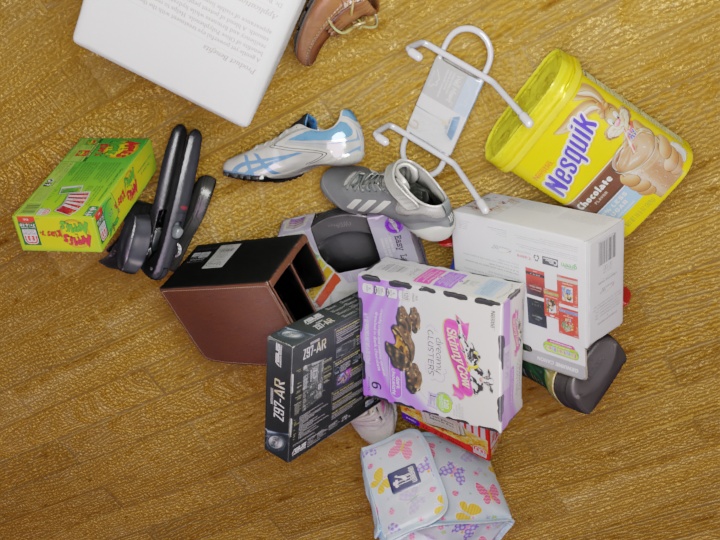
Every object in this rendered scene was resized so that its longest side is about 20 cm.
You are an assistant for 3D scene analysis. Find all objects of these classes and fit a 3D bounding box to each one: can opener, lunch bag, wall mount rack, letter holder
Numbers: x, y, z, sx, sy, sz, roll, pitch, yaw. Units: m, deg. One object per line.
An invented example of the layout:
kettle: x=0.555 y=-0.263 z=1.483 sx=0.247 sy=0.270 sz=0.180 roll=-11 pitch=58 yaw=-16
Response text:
can opener: x=-0.243 y=-0.084 z=1.075 sx=0.063 sy=0.078 sz=0.203 roll=25 pitch=96 yaw=19
lunch bag: x=0.106 y=0.334 z=1.263 sx=0.196 sy=0.171 sz=0.129 roll=5 pitch=128 yaw=-17
wall mount rack: x=0.111 y=-0.171 z=0.989 sx=0.172 sy=0.074 sz=0.202 roll=32 pitch=125 yaw=13
letter holder: x=-0.144 y=0.044 z=1.143 sx=0.197 sy=0.101 sz=0.144 roll=-4 pitch=126 yaw=35

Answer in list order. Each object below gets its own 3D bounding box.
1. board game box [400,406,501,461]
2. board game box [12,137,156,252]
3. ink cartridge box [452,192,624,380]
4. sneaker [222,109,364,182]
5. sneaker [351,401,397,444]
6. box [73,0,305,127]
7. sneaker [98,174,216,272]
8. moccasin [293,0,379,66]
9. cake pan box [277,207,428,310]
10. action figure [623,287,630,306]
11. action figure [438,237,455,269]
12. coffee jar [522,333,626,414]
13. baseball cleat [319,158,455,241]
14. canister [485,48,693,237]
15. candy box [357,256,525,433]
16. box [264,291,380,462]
board game box: x=0.122 y=0.170 z=1.188 sx=0.149 sy=0.047 sz=0.202 roll=22 pitch=147 yaw=26
board game box: x=-0.335 y=-0.098 z=1.051 sx=0.099 sy=0.201 sz=0.048 roll=2 pitch=125 yaw=7
ink cartridge box: x=0.213 y=0.015 z=1.032 sx=0.198 sy=0.083 sz=0.179 roll=18 pitch=123 yaw=44
sneaker: x=-0.086 y=-0.153 z=1.066 sx=0.196 sy=0.072 sz=0.074 roll=-10 pitch=89 yaw=23
sneaker: x=-0.001 y=0.196 z=1.266 sx=0.080 sy=0.089 sz=0.202 roll=-13 pitch=121 yaw=17
box: x=-0.158 y=-0.298 z=0.889 sx=0.196 sy=0.201 sz=0.173 roll=25 pitch=123 yaw=-9
sneaker: x=-0.276 y=-0.066 z=1.150 sx=0.103 sy=0.061 sz=0.201 roll=25 pitch=127 yaw=-14
moccasin: x=-0.004 y=-0.307 z=0.942 sx=0.077 sy=0.074 sz=0.202 roll=39 pitch=112 yaw=-8
cake pan box: x=0.000 y=0.000 z=1.158 sx=0.180 sy=0.053 sz=0.203 roll=-10 pitch=121 yaw=13
action figure: x=0.295 y=0.088 z=1.162 sx=0.065 sy=0.052 sz=0.202 roll=26 pitch=130 yaw=-1
action figure: x=0.130 y=0.035 z=1.152 sx=0.051 sy=0.066 sz=0.203 roll=-9 pitch=121 yaw=6
coffee jar: x=0.238 y=0.099 z=1.091 sx=0.105 sy=0.199 sz=0.085 roll=-51 pitch=132 yaw=-8
baseball cleat: x=0.029 y=-0.106 z=1.031 sx=0.197 sy=0.070 sz=0.107 roll=21 pitch=151 yaw=26
canister: x=0.269 y=-0.143 z=0.998 sx=0.198 sy=0.087 sz=0.149 roll=29 pitch=124 yaw=-13
candy box: x=0.098 y=0.087 z=1.041 sx=0.197 sy=0.071 sz=0.171 roll=11 pitch=114 yaw=32
box: x=-0.040 y=0.129 z=1.087 sx=0.043 sy=0.199 sz=0.163 roll=19 pitch=118 yaw=33
